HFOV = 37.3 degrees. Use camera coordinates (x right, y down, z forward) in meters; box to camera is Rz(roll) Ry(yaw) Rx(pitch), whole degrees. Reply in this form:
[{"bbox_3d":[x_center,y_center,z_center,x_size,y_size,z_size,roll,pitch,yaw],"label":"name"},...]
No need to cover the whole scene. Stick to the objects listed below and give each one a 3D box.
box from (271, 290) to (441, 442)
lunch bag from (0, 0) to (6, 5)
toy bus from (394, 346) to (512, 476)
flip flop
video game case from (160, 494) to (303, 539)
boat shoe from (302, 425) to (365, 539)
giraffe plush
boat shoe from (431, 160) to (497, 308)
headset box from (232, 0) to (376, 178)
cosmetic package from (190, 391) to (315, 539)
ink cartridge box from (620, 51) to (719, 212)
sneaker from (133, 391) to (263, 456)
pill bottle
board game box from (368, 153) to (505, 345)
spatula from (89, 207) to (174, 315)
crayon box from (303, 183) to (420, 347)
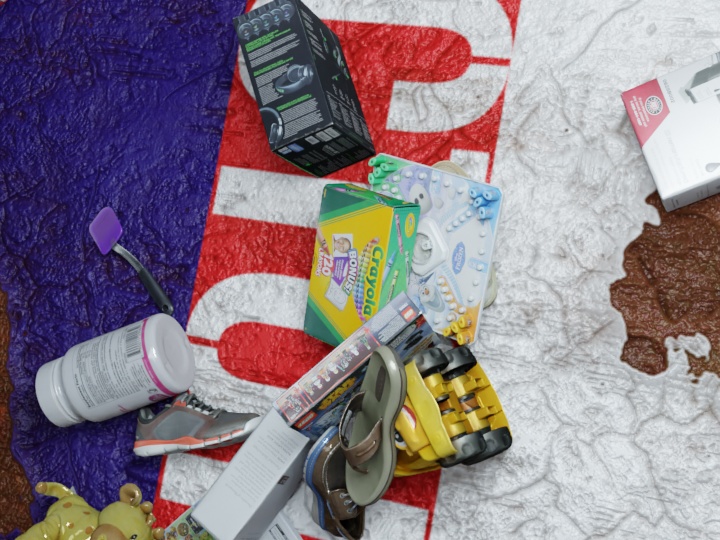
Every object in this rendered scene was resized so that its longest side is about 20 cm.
[{"bbox_3d":[-0.001,0.119,1.263,0.200,0.137,0.040,-40,68,-2],"label":"box"},{"bbox_3d":[-0.568,-0.527,1.657,0.200,0.082,0.177,-37,72,12],"label":"lunch bag"},{"bbox_3d":[0.063,0.189,1.291,0.192,0.200,0.136,-29,74,22],"label":"toy bus"},{"bbox_3d":[0.005,0.176,1.199,0.081,0.057,0.201,44,133,45],"label":"flip flop"},{"bbox_3d":[-0.187,0.376,1.445,0.200,0.018,0.143,-41,73,10],"label":"video game case"},{"bbox_3d":[-0.019,0.267,1.319,0.072,0.200,0.072,30,58,26],"label":"boat shoe"},{"bbox_3d":[-0.352,0.370,1.438,0.161,0.173,0.201,-8,47,18],"label":"giraffe plush"},{"bbox_3d":[0.126,-0.049,1.362,0.072,0.065,0.201,-16,78,17],"label":"boat shoe"},{"bbox_3d":[-0.073,-0.244,1.398,0.092,0.174,0.201,-21,78,15],"label":"headset box"},{"bbox_3d":[-0.119,0.259,1.379,0.074,0.102,0.200,35,89,19],"label":"cosmetic package"},{"bbox_3d":[0.429,-0.177,1.261,0.199,0.083,0.147,-22,76,16],"label":"ink cartridge box"},{"bbox_3d":[-0.226,0.202,1.449,0.199,0.077,0.082,-11,79,18],"label":"sneaker"},{"bbox_3d":[-0.340,0.143,1.478,0.199,0.113,0.114,-20,77,16],"label":"pill bottle"},{"bbox_3d":[0.075,-0.029,1.341,0.199,0.026,0.201,21,109,36],"label":"board game box"},{"bbox_3d":[-0.328,-0.011,1.540,0.200,0.021,0.057,48,112,16],"label":"spatula"},{"bbox_3d":[0.000,0.000,1.353,0.118,0.058,0.201,20,108,37],"label":"crayon box"}]
